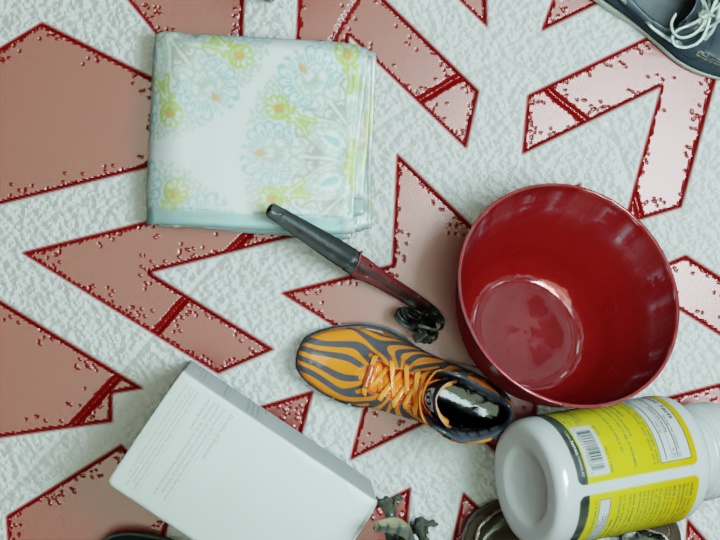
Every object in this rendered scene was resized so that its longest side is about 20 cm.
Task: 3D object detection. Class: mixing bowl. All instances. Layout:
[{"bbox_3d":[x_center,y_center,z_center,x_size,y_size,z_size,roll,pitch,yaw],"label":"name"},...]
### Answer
[{"bbox_3d":[0.161,0.038,1.448,0.199,0.108,0.201,7,66,-15],"label":"mixing bowl"}]

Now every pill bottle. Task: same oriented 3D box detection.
[{"bbox_3d":[0.224,0.168,1.447,0.199,0.112,0.113,-6,92,-27],"label":"pill bottle"}]

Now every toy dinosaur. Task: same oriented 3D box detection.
[{"bbox_3d":[0.043,0.242,1.461,0.047,0.088,0.200,-17,135,7],"label":"toy dinosaur"}]

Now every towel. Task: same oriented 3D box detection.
[{"bbox_3d":[-0.085,-0.117,1.480,0.199,0.048,0.172,3,89,-3],"label":"towel"}]

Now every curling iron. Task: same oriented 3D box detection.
[{"bbox_3d":[0.000,0.000,1.464,0.200,0.050,0.026,38,111,-20],"label":"curling iron"}]

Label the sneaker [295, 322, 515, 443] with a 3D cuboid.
[{"bbox_3d":[0.042,0.095,1.457,0.199,0.112,0.078,14,91,-3],"label":"sneaker"}]

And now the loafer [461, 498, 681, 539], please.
[{"bbox_3d":[0.190,0.236,1.489,0.199,0.071,0.073,-2,92,-3],"label":"loafer"}]

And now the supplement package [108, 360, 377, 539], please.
[{"bbox_3d":[-0.099,0.183,1.451,0.200,0.117,0.117,34,89,-3],"label":"supplement package"}]

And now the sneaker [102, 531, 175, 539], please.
[{"bbox_3d":[-0.147,0.296,1.454,0.199,0.114,0.076,38,88,-1],"label":"sneaker"}]

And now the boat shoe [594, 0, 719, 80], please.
[{"bbox_3d":[0.286,-0.231,1.486,0.200,0.062,0.075,35,88,-4],"label":"boat shoe"}]

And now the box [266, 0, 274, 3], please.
[{"bbox_3d":[-0.100,-0.346,1.395,0.199,0.200,0.131,43,87,-4],"label":"box"}]
